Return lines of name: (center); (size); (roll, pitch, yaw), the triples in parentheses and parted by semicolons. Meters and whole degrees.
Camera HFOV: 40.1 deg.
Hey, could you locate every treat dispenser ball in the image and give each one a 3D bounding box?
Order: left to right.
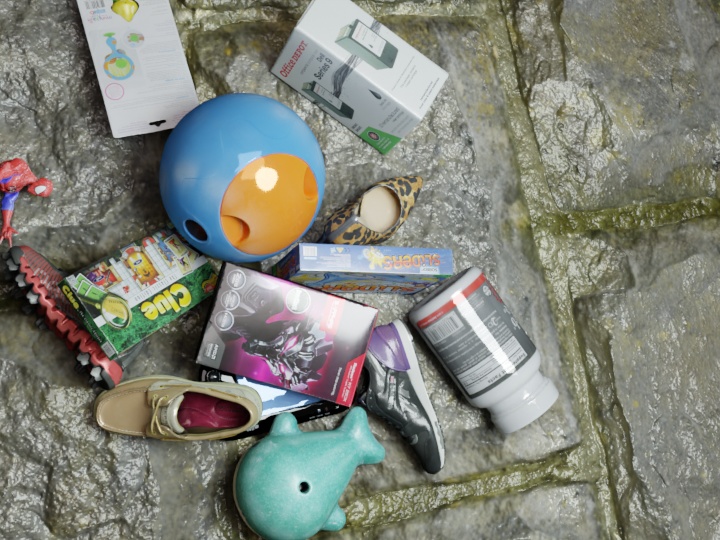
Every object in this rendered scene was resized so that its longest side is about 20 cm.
treat dispenser ball: (-0.142, -0.111, 1.185); (0.199, 0.201, 0.203); (5, 76, -19)

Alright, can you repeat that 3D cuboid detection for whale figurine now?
whale figurine: (-0.054, 0.241, 1.184); (0.199, 0.104, 0.160); (-27, 90, -25)

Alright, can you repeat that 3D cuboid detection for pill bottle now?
pill bottle: (0.163, 0.106, 1.290); (0.116, 0.116, 0.201); (-37, 92, -23)

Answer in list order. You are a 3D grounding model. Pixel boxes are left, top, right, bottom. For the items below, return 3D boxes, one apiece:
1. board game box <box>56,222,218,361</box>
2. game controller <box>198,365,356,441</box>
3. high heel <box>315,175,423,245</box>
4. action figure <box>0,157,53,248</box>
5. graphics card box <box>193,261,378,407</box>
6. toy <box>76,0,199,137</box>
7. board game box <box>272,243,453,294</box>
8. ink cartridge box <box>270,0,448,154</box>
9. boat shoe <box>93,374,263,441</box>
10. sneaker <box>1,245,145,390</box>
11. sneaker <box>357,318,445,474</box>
board game box: (-0.252, 0.018, 1.161); (0.105, 0.023, 0.200); (56, 37, -4)
game controller: (-0.101, 0.142, 1.226); (0.198, 0.042, 0.105); (-12, 81, -21)
high heel: (0.029, -0.081, 1.270); (0.199, 0.142, 0.072); (-37, 90, -23)
action figure: (-0.461, -0.093, 1.139); (0.198, 0.065, 0.100); (8, 66, -17)
graphics card box: (-0.088, 0.076, 1.181); (0.198, 0.051, 0.127); (18, 87, -11)
toy: (-0.282, -0.262, 1.254); (0.114, 0.047, 0.202); (-13, 79, -19)
board game box: (0.000, 0.000, 1.246); (0.198, 0.135, 0.035); (2, 78, -19)
ink cartridge box: (-0.006, -0.261, 1.300); (0.199, 0.146, 0.084); (35, 70, -8)
boat shoe: (-0.214, 0.161, 1.145); (0.198, 0.066, 0.075); (-3, 93, -4)
sneaker: (-0.330, 0.040, 1.152); (0.201, 0.071, 0.098); (48, 63, -2)
sneaker: (0.042, 0.170, 1.257); (0.087, 0.076, 0.202); (-19, 90, -11)
